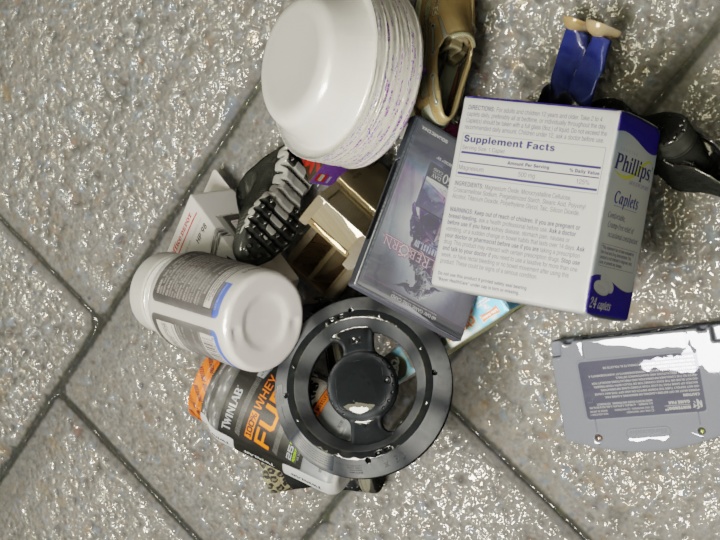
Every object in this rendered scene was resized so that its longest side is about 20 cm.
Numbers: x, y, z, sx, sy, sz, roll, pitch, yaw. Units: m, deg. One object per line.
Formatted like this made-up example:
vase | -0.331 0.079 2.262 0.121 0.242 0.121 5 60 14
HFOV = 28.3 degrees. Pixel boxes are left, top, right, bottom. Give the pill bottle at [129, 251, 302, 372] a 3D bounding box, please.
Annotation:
pill bottle | -0.167 0.040 1.606 0.200 0.114 0.114 14 107 47

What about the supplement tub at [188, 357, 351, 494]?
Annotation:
supplement tub | -0.090 0.164 1.646 0.199 0.123 0.123 23 110 14

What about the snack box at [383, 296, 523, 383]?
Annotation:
snack box | 0.105 0.069 1.619 0.200 0.116 0.037 -35 83 28

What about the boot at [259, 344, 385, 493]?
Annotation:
boot | -0.059 0.179 1.746 0.153 0.073 0.204 -8 100 23

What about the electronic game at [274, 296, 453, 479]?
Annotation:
electronic game | 0.003 0.127 1.560 0.199 0.042 0.201 -3 75 12

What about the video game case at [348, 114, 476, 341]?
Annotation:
video game case | 0.080 -0.044 1.520 0.019 0.143 0.201 -11 54 59

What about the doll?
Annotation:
doll | 0.211 -0.170 1.533 0.136 0.048 0.201 30 102 56

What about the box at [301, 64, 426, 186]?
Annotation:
box | -0.011 -0.210 1.615 0.200 0.039 0.137 -49 45 38

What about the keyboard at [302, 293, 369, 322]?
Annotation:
keyboard | -0.009 0.060 1.666 0.200 0.104 0.040 -8 67 40

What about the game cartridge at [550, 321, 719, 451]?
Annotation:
game cartridge | 0.314 0.131 1.569 0.199 0.041 0.134 -7 93 29

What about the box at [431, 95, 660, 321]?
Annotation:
box | 0.187 -0.064 1.439 0.183 0.105 0.201 11 91 37

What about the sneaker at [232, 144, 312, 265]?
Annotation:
sneaker | -0.113 -0.074 1.685 0.090 0.200 0.066 -19 127 41

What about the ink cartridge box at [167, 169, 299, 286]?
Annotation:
ink cartridge box | -0.169 -0.015 1.734 0.200 0.067 0.116 51 133 28

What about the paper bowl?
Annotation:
paper bowl | -0.031 -0.214 1.520 0.200 0.104 0.201 -14 73 53

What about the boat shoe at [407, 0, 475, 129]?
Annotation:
boat shoe | 0.100 -0.249 1.555 0.076 0.071 0.201 -11 71 63

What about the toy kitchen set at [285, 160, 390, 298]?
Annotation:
toy kitchen set | 0.000 0.000 1.616 0.163 0.200 0.181 41 116 3

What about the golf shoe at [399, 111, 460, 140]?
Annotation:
golf shoe | 0.059 -0.184 1.628 0.091 0.075 0.201 -11 87 37

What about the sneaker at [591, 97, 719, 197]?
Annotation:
sneaker | 0.316 -0.122 1.497 0.060 0.104 0.200 -56 32 -8
